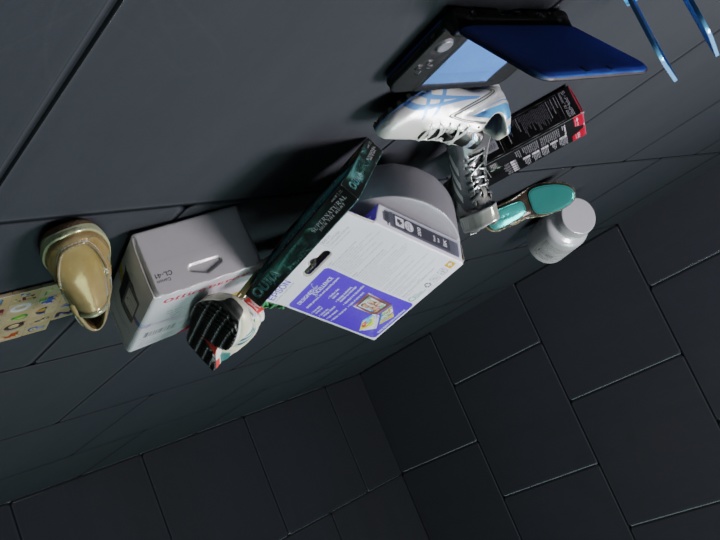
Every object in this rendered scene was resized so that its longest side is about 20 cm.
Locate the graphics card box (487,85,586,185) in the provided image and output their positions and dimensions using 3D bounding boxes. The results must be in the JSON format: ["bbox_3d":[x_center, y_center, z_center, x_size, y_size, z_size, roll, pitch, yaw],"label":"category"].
[{"bbox_3d":[0.233,-0.188,1.192,0.197,0.052,0.125,-29,168,14],"label":"graphics card box"}]

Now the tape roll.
[{"bbox_3d":[0.035,-0.047,1.094,0.195,0.067,0.203,-1,136,-1],"label":"tape roll"}]

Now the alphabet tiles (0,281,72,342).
[{"bbox_3d":[-0.435,0.059,0.980,0.197,0.006,0.166,-17,166,-36],"label":"alphabet tiles"}]

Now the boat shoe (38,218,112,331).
[{"bbox_3d":[-0.298,0.014,0.879,0.070,0.077,0.201,-19,164,-15],"label":"boat shoe"}]

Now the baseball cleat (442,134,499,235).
[{"bbox_3d":[0.157,-0.123,1.073,0.069,0.107,0.201,-26,153,-12],"label":"baseball cleat"}]

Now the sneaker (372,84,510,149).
[{"bbox_3d":[0.101,-0.173,0.926,0.197,0.074,0.072,-15,167,-35],"label":"sneaker"}]

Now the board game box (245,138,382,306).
[{"bbox_3d":[-0.056,-0.058,0.966,0.200,0.028,0.136,-45,-168,31],"label":"board game box"}]

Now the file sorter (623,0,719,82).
[{"bbox_3d":[0.364,-0.299,0.795,0.198,0.125,0.138,-31,168,26],"label":"file sorter"}]

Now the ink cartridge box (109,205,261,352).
[{"bbox_3d":[-0.227,0.013,1.014,0.146,0.087,0.200,-20,166,-33],"label":"ink cartridge box"}]

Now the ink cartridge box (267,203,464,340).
[{"bbox_3d":[0.000,0.000,1.051,0.197,0.044,0.198,21,133,-33],"label":"ink cartridge box"}]

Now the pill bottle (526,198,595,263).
[{"bbox_3d":[0.498,-0.100,1.990,0.112,0.116,0.200,-21,168,-16],"label":"pill bottle"}]

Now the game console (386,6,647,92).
[{"bbox_3d":[0.156,-0.197,0.815,0.197,0.120,0.170,-14,164,-41],"label":"game console"}]

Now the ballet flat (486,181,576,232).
[{"bbox_3d":[0.341,-0.137,1.657,0.196,0.069,0.075,-21,-169,6],"label":"ballet flat"}]

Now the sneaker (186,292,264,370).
[{"bbox_3d":[-0.161,0.057,1.019,0.093,0.070,0.200,-42,176,-28],"label":"sneaker"}]

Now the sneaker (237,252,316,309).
[{"bbox_3d":[-0.121,0.027,1.171,0.200,0.089,0.077,-44,175,-32],"label":"sneaker"}]
